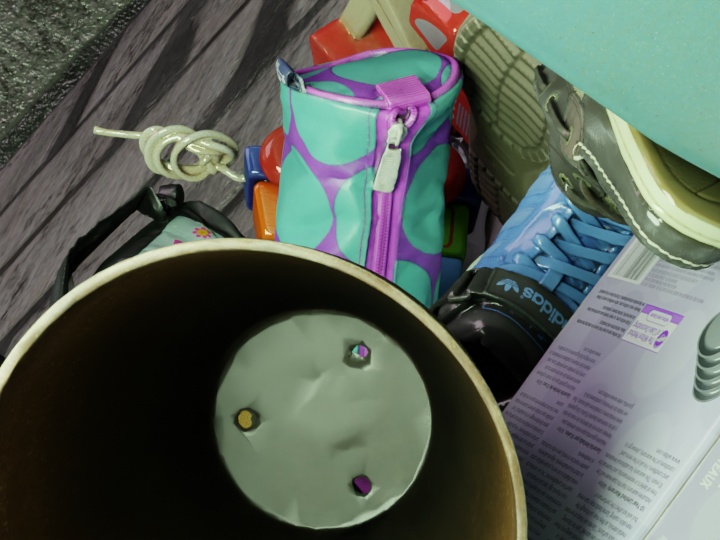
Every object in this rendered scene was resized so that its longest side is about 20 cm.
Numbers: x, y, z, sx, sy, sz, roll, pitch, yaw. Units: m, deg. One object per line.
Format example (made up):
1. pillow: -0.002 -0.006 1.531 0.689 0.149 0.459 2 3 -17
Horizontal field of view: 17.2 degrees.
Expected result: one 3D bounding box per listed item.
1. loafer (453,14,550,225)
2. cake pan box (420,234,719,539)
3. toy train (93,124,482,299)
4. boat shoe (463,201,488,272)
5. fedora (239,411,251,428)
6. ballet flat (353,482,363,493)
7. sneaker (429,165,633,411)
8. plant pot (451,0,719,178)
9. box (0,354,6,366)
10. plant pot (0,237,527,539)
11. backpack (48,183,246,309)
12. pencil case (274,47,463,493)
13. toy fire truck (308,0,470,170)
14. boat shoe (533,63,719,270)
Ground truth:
1. loafer: 0.090 -0.081 1.108 0.068 0.076 0.200 -37 -18 -15
2. cake pan box: 0.101 0.067 0.875 0.184 0.052 0.200 -52 14 -5
3. toy train: -0.042 -0.007 1.197 0.085 0.199 0.116 100 176 -68
4. boat shoe: 0.031 -0.032 1.309 0.072 0.062 0.200 -41 19 39
5. fedora: -0.075 0.108 1.176 0.201 0.082 0.201 4 -90 -82
6. ballet flat: -0.004 0.146 0.975 0.068 0.068 0.200 -47 15 20
7. sneaker: 0.092 -0.004 1.010 0.200 0.077 0.111 -47 8 37
8. plant pot: 0.153 -0.114 0.837 0.141 0.200 0.141 -45 16 30
9. box: -0.246 0.137 1.501 0.118 0.200 0.197 -51 14 9
10. plant pot: -0.028 0.071 0.866 0.187 0.187 0.200 -50 0 9
11. backpack: -0.136 0.053 1.481 0.200 0.126 0.167 -51 -15 -67
12. pencil case: 0.000 0.000 1.098 0.092 0.085 0.201 -126 37 -69
13. toy fire truck: 0.034 -0.114 1.240 0.049 0.141 0.200 -33 -19 -16
14. boat shoe: 0.106 -0.048 0.909 0.066 0.072 0.201 -56 20 24
